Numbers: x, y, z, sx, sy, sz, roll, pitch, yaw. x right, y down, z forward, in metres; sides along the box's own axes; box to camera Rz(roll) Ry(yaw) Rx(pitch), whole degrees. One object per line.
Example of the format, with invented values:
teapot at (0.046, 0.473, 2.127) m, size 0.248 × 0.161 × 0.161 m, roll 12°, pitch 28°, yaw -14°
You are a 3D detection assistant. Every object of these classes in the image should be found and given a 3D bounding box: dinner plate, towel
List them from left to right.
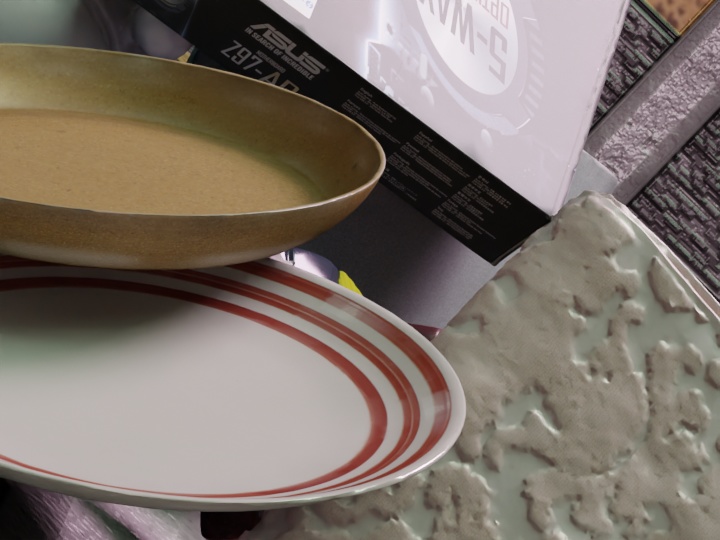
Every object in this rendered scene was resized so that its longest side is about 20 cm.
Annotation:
dinner plate at (-0.067, 0.032, 0.881) m, size 0.199 × 0.024 × 0.200 m, roll 8°, pitch 22°, yaw -3°
towel at (0.073, 0.105, 0.921) m, size 0.191 × 0.200 × 0.032 m, roll 45°, pitch -18°, yaw 2°

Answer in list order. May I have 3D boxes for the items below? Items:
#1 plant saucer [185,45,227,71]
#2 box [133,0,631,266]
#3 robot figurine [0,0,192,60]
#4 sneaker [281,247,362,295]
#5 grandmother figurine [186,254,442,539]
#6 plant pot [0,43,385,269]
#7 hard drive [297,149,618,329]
plant saucer at (-0.068, -0.072, 1.249) m, size 0.027 × 0.201 × 0.200 m, roll 29°, pitch 7°, yaw -5°
box at (0.010, -0.121, 1.167) m, size 0.200 × 0.043 × 0.161 m, roll 36°, pitch 48°, yaw -16°
robot figurine at (-0.136, -0.102, 1.176) m, size 0.200 × 0.169 × 0.113 m, roll -63°, pitch 142°, yaw -53°
sneaker at (-0.090, 0.021, 1.054) m, size 0.199 × 0.082 × 0.074 m, roll 22°, pitch 43°, yaw -27°
grandmother figurine at (-0.006, 0.065, 0.975) m, size 0.200 × 0.121 × 0.061 m, roll 53°, pitch -3°, yaw 13°
plant pot at (-0.092, -0.038, 0.985) m, size 0.199 × 0.028 × 0.200 m, roll 8°, pitch 17°, yaw -2°
hard drive at (0.000, 0.000, 1.181) m, size 0.139 × 0.200 × 0.033 m, roll 36°, pitch -27°, yaw -5°
